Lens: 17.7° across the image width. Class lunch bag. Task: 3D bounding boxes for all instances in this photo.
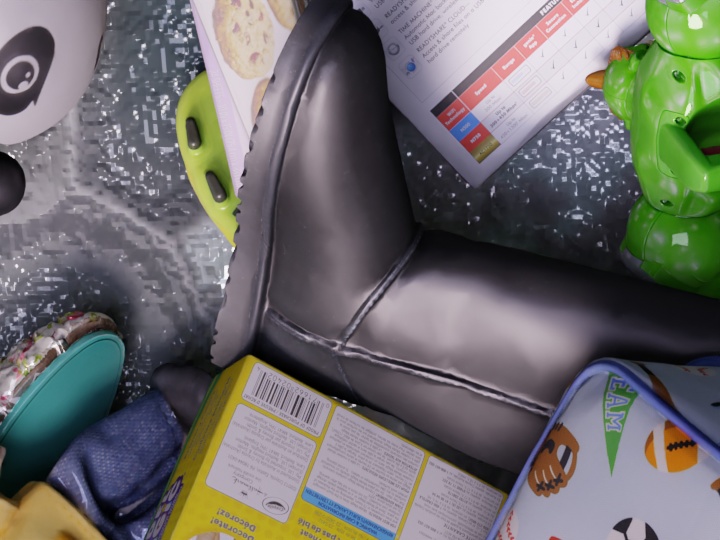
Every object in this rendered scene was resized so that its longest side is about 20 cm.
[{"bbox_3d":[0.102,0.139,0.738,0.160,0.075,0.201,39,117,42],"label":"lunch bag"}]

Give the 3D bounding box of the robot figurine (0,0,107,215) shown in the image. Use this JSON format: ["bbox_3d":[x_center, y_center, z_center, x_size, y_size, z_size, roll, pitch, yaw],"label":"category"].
[{"bbox_3d":[-0.195,-0.095,0.880,0.198,0.150,0.126,-11,66,12],"label":"robot figurine"}]

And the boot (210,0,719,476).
[{"bbox_3d":[0.057,0.002,0.798,0.199,0.066,0.166,21,134,9],"label":"boot"}]

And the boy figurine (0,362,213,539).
[{"bbox_3d":[-0.125,0.121,0.911,0.200,0.064,0.125,-41,104,-24],"label":"boy figurine"}]

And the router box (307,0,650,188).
[{"bbox_3d":[0.056,-0.164,0.862,0.200,0.049,0.180,-41,98,18],"label":"router box"}]

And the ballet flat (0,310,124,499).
[{"bbox_3d":[-0.164,0.096,0.973,0.064,0.075,0.201,34,107,32],"label":"ballet flat"}]

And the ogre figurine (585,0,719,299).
[{"bbox_3d":[0.151,-0.063,0.829,0.119,0.098,0.201,-12,141,-22],"label":"ogre figurine"}]

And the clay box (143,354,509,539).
[{"bbox_3d":[-0.034,0.146,0.803,0.114,0.048,0.201,29,68,-14],"label":"clay box"}]

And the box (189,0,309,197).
[{"bbox_3d":[-0.047,-0.128,0.840,0.041,0.039,0.202,-10,104,8],"label":"box"}]

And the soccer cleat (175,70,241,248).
[{"bbox_3d":[0.000,0.001,0.916,0.200,0.084,0.065,44,79,10],"label":"soccer cleat"}]
